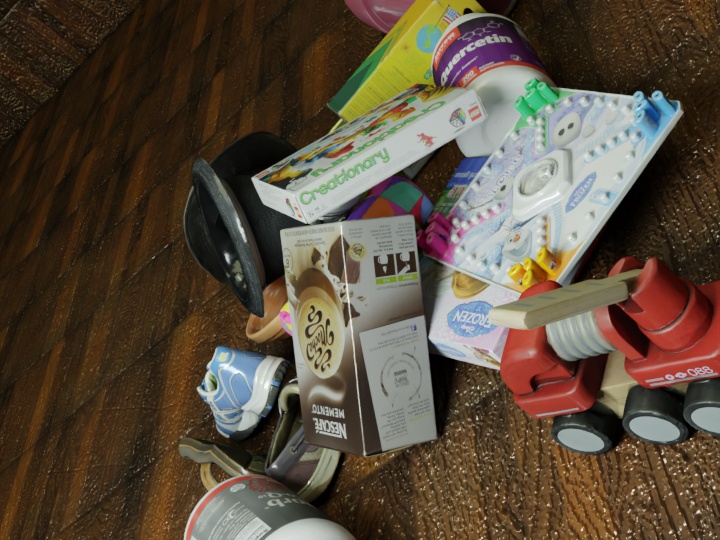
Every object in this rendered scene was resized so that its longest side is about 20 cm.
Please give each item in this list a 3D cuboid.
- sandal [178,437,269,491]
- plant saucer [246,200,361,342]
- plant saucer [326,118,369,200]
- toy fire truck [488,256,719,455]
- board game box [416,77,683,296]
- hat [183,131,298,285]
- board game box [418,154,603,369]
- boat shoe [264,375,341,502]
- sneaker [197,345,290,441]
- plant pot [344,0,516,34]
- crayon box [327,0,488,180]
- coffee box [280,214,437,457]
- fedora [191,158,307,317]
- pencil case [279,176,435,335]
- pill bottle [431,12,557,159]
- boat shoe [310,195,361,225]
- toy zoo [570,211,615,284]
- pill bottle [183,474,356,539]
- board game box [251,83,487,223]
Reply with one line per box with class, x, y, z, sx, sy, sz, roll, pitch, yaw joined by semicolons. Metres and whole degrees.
sandal;-0.137;0.208;1.136;0.200;0.082;0.055;-1;74;57
plant saucer;-0.056;0.003;1.252;0.200;0.037;0.200;-48;14;17
plant saucer;-0.003;-0.161;1.424;0.200;0.031;0.200;-38;30;26
toy fire truck;0.153;0.044;0.747;0.176;0.200;0.129;-18;41;47
board game box;0.152;-0.079;0.954;0.200;0.026;0.200;-54;28;-6
hat;-0.113;-0.070;1.345;0.081;0.201;0.201;17;70;42
board game box;0.116;-0.013;1.001;0.200;0.041;0.200;6;62;59
boat shoe;-0.049;0.132;1.098;0.072;0.065;0.200;-29;34;39
sneaker;-0.132;0.125;1.178;0.200;0.077;0.076;124;168;-60
plant pot;0.097;-0.376;1.380;0.200;0.200;0.179;-52;43;0
crayon box;0.075;-0.222;1.275;0.200;0.127;0.051;-48;27;4
coffee box;-0.003;0.056;0.986;0.113;0.080;0.200;-4;93;58
fedora;-0.112;-0.048;1.210;0.091;0.201;0.201;-24;23;-14
pencil case;0.000;0.000;1.106;0.088;0.088;0.200;0;51;57
pill bottle;0.137;-0.196;1.158;0.112;0.112;0.200;-41;30;19
boat shoe;-0.036;-0.074;1.170;0.200;0.070;0.066;-104;16;-73
toy zoo;0.153;-0.011;1.011;0.200;0.020;0.131;-58;28;-11
pill bottle;-0.062;0.251;0.921;0.116;0.116;0.200;-57;28;-10
board game box;0.006;-0.114;1.043;0.200;0.035;0.126;-32;22;-15
